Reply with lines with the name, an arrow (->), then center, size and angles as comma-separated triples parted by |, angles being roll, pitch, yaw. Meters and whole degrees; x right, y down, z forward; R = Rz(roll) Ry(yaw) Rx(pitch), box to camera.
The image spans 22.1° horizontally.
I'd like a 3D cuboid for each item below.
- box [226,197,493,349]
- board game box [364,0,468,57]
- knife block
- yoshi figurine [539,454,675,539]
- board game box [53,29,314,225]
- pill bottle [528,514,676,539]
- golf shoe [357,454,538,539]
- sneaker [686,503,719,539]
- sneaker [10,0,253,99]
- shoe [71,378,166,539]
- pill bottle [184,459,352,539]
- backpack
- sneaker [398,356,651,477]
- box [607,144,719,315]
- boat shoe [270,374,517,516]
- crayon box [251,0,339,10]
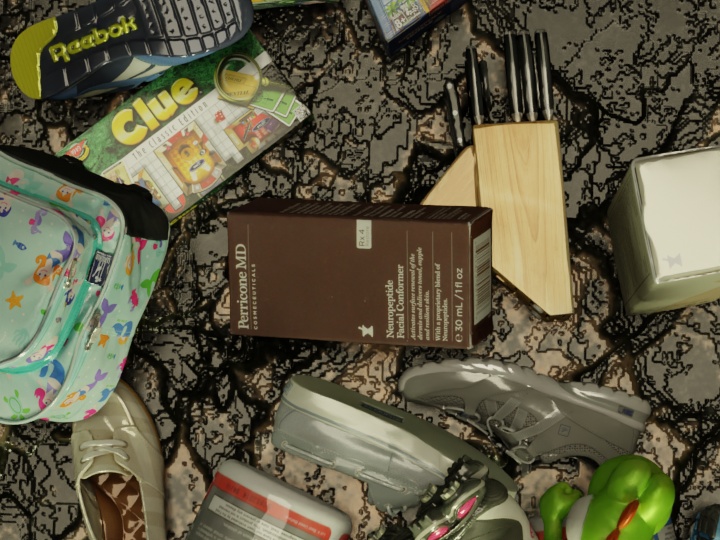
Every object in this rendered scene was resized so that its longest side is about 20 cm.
box -> 0.000, 0.000, 1.427 | 0.198, 0.075, 0.101 | 2, 102, 20
board game box -> 0.045, -0.315, 1.502 | 0.199, 0.062, 0.200 | -36, 84, -2
knife block -> 0.137, -0.083, 1.469 | 0.200, 0.064, 0.176 | 41, 88, 7
yoshi figurine -> 0.165, 0.209, 1.324 | 0.112, 0.112, 0.201 | 20, 118, -27
board game box -> -0.147, -0.107, 1.506 | 0.200, 0.023, 0.105 | -38, 81, -2
pill bottle -> 0.201, 0.275, 1.402 | 0.111, 0.112, 0.202 | -14, 83, 1
golf shoe -> 0.045, 0.230, 1.407 | 0.088, 0.077, 0.200 | 44, 120, -10
sneaker -> 0.304, 0.278, 1.426 | 0.086, 0.075, 0.202 | -8, 90, -7
sneaker -> -0.177, -0.187, 1.474 | 0.198, 0.082, 0.075 | -14, 84, 11
shoe -> -0.187, 0.179, 1.458 | 0.069, 0.053, 0.202 | -13, 83, 1
pill bottle -> -0.096, 0.257, 1.414 | 0.115, 0.116, 0.201 | 25, 85, 5
backpack -> -0.258, 0.018, 1.426 | 0.177, 0.150, 0.201 | 23, 102, 24
sneaker -> 0.124, 0.118, 1.441 | 0.198, 0.075, 0.083 | 12, 82, 3
box -> 0.238, -0.027, 1.390 | 0.077, 0.200, 0.096 | -10, 83, 1
boat shoe -> 0.023, 0.151, 1.453 | 0.200, 0.070, 0.072 | 24, 102, 5
crayon box -> -0.086, -0.311, 1.475 | 0.126, 0.051, 0.202 | -2, 92, 27
